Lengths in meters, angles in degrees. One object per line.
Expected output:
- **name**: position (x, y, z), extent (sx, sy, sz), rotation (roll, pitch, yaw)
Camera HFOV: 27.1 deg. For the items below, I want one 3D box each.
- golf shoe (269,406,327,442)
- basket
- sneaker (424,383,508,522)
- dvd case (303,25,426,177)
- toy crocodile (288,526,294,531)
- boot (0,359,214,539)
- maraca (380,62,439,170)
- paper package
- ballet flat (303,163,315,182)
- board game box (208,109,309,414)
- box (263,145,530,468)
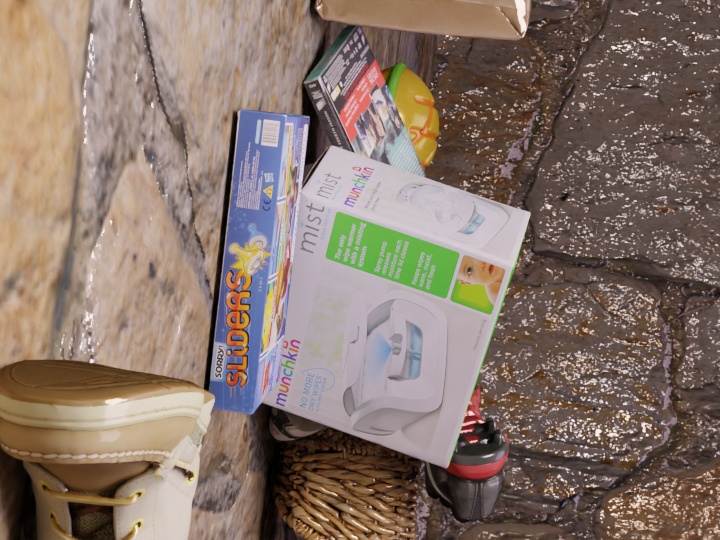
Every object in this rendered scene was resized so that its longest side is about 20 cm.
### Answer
- **golf shoe**: position (-0.012, 0.091, 1.384), extent (0.199, 0.073, 0.092), rotation (-28, 164, -42)
- **basket**: position (-0.015, 0.230, 1.427), extent (0.200, 0.141, 0.151), rotation (10, 84, -88)
- **sneaker**: position (0.083, 0.155, 1.331), extent (0.201, 0.070, 0.099), rotation (-116, -159, -66)
- **dvd case**: position (0.014, -0.113, 1.384), extent (0.202, 0.022, 0.146), rotation (64, 25, -21)
- **toy crocodile**: position (-0.042, 0.260, 1.656), extent (0.200, 0.061, 0.068), rotation (72, 26, -78)
- **boot**: position (-0.108, 0.117, 0.604), extent (0.200, 0.071, 0.157), rotation (64, 36, -82)
- **maraca**: position (0.034, -0.139, 1.703), extent (0.137, 0.106, 0.202), rotation (-62, 160, -57)
- **paper package**: position (0.064, -0.271, 1.364), extent (0.200, 0.188, 0.105), rotation (-65, 162, -79)
- **ballet flat**: position (0.000, 0.000, 1.295), extent (0.068, 0.068, 0.202), rotation (-8, -77, 57)
- **board game box**: position (-0.070, -0.011, 1.054), extent (0.135, 0.034, 0.203), rotation (-46, 143, -83)
- **box**: position (0.022, 0.028, 1.196), extent (0.097, 0.174, 0.202), rotation (-63, 171, -58)
